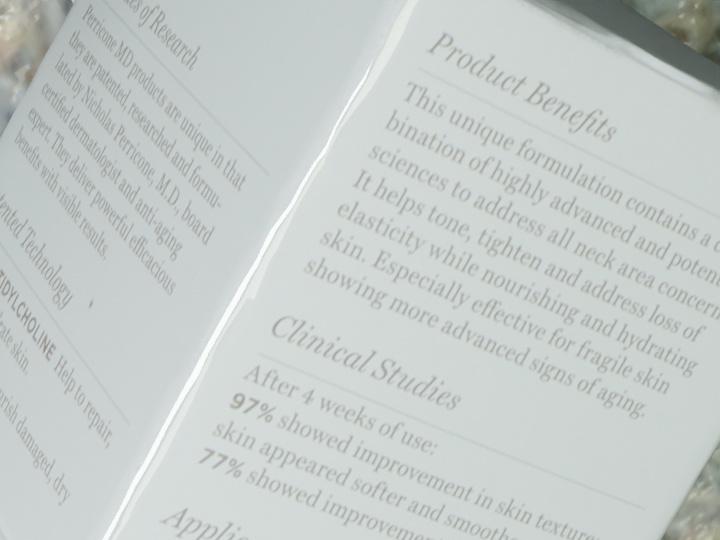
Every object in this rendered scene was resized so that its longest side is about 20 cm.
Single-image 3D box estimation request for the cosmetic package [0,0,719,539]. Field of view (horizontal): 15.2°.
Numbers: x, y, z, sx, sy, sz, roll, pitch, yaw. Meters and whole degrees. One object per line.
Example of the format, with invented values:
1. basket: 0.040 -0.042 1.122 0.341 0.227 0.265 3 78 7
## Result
1. cosmetic package: 0.000 0.000 0.767 0.167 0.166 0.201 24 102 -33
